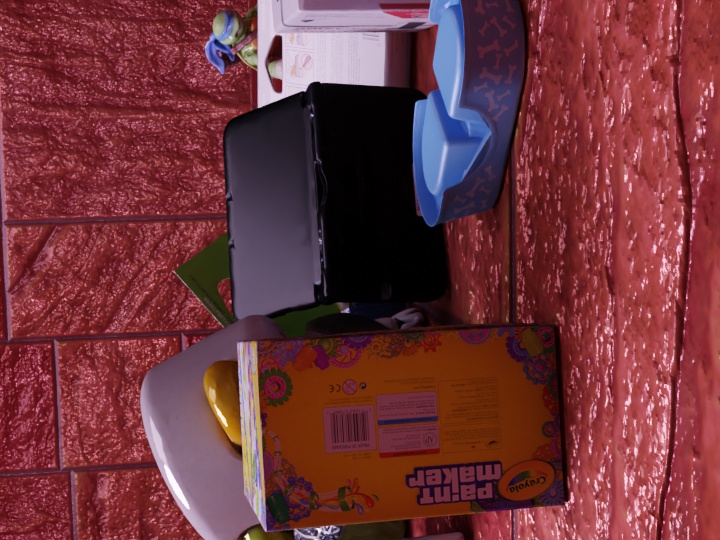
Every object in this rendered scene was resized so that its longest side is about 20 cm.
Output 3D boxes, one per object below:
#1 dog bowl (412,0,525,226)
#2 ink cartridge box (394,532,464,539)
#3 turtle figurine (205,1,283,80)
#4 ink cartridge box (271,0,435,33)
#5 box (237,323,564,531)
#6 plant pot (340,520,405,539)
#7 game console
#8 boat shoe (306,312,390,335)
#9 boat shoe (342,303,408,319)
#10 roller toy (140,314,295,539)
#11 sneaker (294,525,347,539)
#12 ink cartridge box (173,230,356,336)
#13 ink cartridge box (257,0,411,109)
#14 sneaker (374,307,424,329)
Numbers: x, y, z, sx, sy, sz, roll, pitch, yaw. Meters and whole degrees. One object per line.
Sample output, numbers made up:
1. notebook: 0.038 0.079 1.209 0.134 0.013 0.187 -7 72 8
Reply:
1. dog bowl: 0.079 -0.124 0.905 0.112 0.049 0.201 -102 15 -46
2. ink cartridge box: 0.010 0.292 1.104 0.200 0.143 0.085 123 139 -73
3. turtle figurine: -0.059 -0.275 1.398 0.201 0.193 0.144 -52 49 18
4. ink cartridge box: 0.003 -0.252 1.041 0.200 0.143 0.085 -144 52 -78
5. box: 0.018 0.103 0.865 0.193 0.198 0.123 162 105 -81
6. plant pot: -0.033 0.326 1.350 0.201 0.198 0.191 -104 28 -50
7. game console: -0.026 -0.059 1.119 0.116 0.174 0.202 144 124 -66
8. boat shoe: 0.023 0.093 1.060 0.201 0.074 0.065 21 119 46
9. boat shoe: 0.000 0.000 1.273 0.072 0.072 0.202 149 117 -61
10. roller toy: -0.093 0.137 1.056 0.201 0.139 0.183 60 -175 -28
11. sneaker: -0.011 0.194 1.223 0.077 0.086 0.202 23 104 37
12. ink cartridge box: -0.060 -0.024 1.163 0.148 0.200 0.076 46 161 16
13. ink cartridge box: -0.029 -0.207 1.243 0.175 0.045 0.202 16 112 38
14. sneaker: 0.034 0.113 1.133 0.201 0.080 0.076 -109 21 -55
